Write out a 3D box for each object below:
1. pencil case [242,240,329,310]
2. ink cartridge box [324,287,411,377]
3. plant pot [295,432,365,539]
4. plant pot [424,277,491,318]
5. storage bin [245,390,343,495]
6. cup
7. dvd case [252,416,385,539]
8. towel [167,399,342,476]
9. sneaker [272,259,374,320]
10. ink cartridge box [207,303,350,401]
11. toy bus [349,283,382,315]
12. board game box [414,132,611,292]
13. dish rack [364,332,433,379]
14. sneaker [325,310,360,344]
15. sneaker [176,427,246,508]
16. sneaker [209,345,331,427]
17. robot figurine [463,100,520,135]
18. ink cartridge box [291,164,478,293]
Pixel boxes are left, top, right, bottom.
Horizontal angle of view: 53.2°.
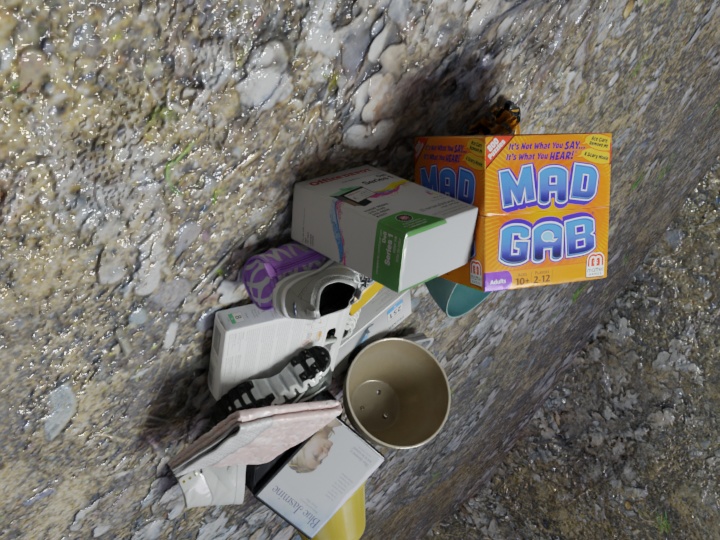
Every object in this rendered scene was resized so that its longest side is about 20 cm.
[{"bbox_3d":[-0.067,-0.009,1.003,0.200,0.084,0.085,-25,176,-40],"label":"pencil case"},{"bbox_3d":[0.012,0.125,1.356,0.200,0.045,0.176,-38,152,-18],"label":"ink cartridge box"},{"bbox_3d":[-0.072,0.437,1.407,0.201,0.201,0.189,-27,113,-35],"label":"plant pot"},{"bbox_3d":[0.177,-0.034,1.280,0.200,0.135,0.200,-36,153,-22],"label":"plant pot"},{"bbox_3d":[-0.139,0.297,1.310,0.200,0.094,0.135,-28,148,-33],"label":"storage bin"},{"bbox_3d":[0.049,0.240,1.343,0.200,0.200,0.143,-33,173,-26],"label":"cup"},{"bbox_3d":[-0.072,0.363,1.271,0.200,0.143,0.018,-47,-162,-1],"label":"dvd case"},{"bbox_3d":[-0.153,0.247,1.052,0.191,0.032,0.200,4,147,-45],"label":"towel"},{"bbox_3d":[-0.017,0.021,0.950,0.200,0.082,0.075,-31,127,-36],"label":"sneaker"},{"bbox_3d":[-0.124,0.109,1.076,0.200,0.050,0.161,-13,139,-29],"label":"ink cartridge box"},{"bbox_3d":[0.000,0.000,1.117,0.200,0.078,0.065,-43,162,-9],"label":"toy bus"},{"bbox_3d":[0.210,-0.093,1.028,0.199,0.200,0.200,-5,101,-21],"label":"board game box"},{"bbox_3d":[0.053,0.194,1.502,0.200,0.044,0.172,-4,136,-55],"label":"dish rack"},{"bbox_3d":[-0.035,0.079,1.190,0.200,0.071,0.073,-34,151,-26],"label":"sneaker"},{"bbox_3d":[-0.248,0.303,1.173,0.115,0.074,0.201,-2,109,-21],"label":"sneaker"},{"bbox_3d":[-0.124,0.194,1.074,0.200,0.067,0.091,-29,139,-10],"label":"sneaker"},{"bbox_3d":[0.225,-0.194,1.218,0.145,0.058,0.200,-39,153,-11],"label":"robot figurine"},{"bbox_3d":[0.027,-0.062,0.936,0.145,0.200,0.084,-21,127,-42],"label":"ink cartridge box"}]
